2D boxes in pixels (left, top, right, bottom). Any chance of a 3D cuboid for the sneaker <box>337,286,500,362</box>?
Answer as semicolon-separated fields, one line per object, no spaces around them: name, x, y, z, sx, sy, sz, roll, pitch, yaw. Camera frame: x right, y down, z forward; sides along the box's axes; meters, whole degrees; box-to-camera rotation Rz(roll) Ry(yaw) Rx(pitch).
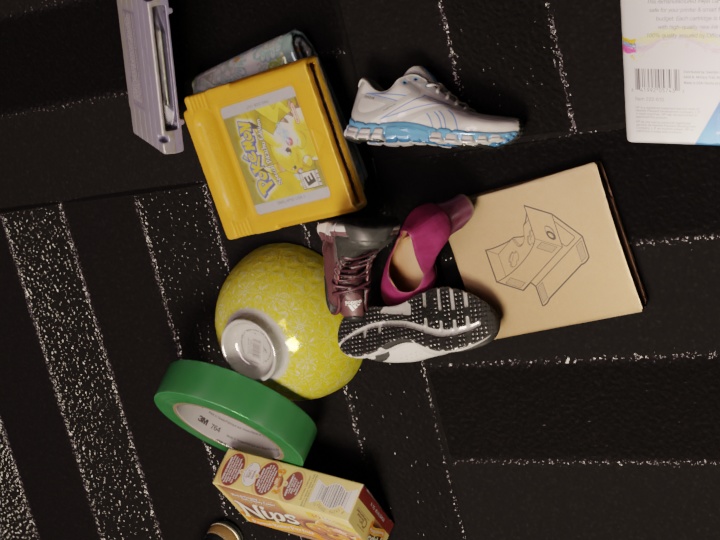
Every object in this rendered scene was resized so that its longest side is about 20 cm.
sneaker;0.074;0.065;1.616;0.200;0.080;0.074;-6;73;35

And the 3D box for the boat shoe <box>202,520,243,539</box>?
boat shoe;-0.204;0.433;1.950;0.075;0.062;0.200;23;121;21

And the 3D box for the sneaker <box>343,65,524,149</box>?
sneaker;0.077;-0.173;1.518;0.200;0.075;0.087;6;90;22

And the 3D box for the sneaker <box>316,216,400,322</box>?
sneaker;0.000;0.000;1.570;0.075;0.200;0.116;-3;92;-9

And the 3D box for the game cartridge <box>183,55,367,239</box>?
game cartridge;-0.102;-0.134;1.613;0.200;0.032;0.177;-12;102;37

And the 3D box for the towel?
towel;-0.095;-0.157;1.647;0.171;0.048;0.200;-18;98;36

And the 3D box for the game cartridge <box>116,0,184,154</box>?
game cartridge;-0.247;-0.247;1.679;0.130;0.038;0.200;-140;43;-62

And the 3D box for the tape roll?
tape roll;-0.152;0.177;1.749;0.200;0.048;0.201;21;159;8

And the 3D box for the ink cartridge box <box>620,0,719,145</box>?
ink cartridge box;0.323;-0.223;1.327;0.144;0.085;0.200;6;113;31

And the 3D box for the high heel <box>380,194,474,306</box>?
high heel;0.046;-0.010;1.571;0.067;0.096;0.200;49;140;17

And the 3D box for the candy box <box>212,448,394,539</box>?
candy box;-0.071;0.288;1.776;0.200;0.055;0.115;11;151;29

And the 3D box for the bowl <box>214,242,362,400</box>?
bowl;-0.105;0.077;1.712;0.200;0.108;0.201;13;116;28

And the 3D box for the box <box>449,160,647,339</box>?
box;0.192;-0.017;1.535;0.200;0.021;0.164;-14;101;37
